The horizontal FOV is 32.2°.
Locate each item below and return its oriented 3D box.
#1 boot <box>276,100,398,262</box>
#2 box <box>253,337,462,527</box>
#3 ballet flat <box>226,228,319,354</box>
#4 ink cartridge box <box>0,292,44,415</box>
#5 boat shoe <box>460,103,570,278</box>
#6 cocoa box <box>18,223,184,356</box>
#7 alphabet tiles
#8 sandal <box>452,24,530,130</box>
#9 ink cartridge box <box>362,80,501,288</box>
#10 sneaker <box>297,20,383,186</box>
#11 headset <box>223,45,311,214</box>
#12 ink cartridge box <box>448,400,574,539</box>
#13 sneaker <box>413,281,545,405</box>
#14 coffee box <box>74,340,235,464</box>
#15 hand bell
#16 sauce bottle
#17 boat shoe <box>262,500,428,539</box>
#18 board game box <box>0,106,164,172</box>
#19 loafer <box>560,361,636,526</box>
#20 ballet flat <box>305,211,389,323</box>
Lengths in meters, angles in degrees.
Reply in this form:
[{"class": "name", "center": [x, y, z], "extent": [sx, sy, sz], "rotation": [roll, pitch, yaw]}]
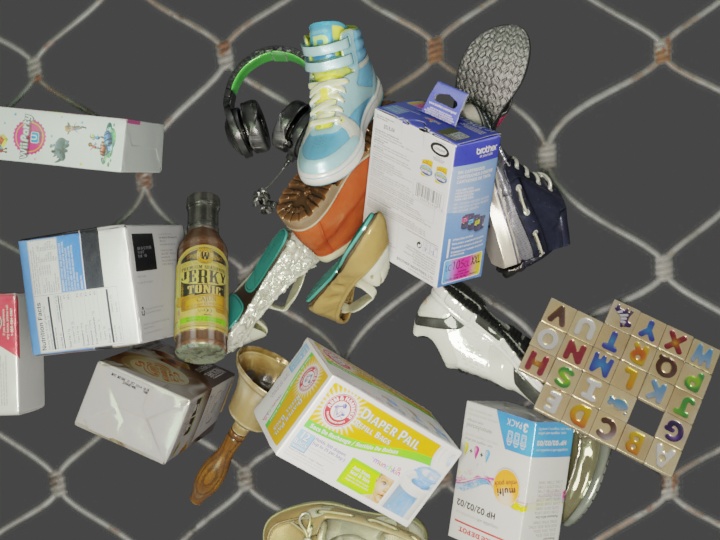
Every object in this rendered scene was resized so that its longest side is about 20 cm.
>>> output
[{"class": "boot", "center": [-0.009, -0.104, 1.456], "extent": [0.075, 0.107, 0.201], "rotation": [25, 70, 41]}, {"class": "box", "center": [-0.004, 0.181, 1.400], "extent": [0.199, 0.101, 0.113], "rotation": [32, 97, -27]}, {"class": "ballet flat", "center": [-0.120, 0.041, 1.480], "extent": [0.072, 0.072, 0.200], "rotation": [41, 99, 5]}, {"class": "ink cartridge box", "center": [-0.495, 0.101, 1.526], "extent": [0.197, 0.083, 0.147], "rotation": [-1, 92, 9]}, {"class": "boat shoe", "center": [0.173, -0.101, 1.417], "extent": [0.092, 0.075, 0.202], "rotation": [-19, 103, -11]}, {"class": "cocoa box", "center": [-0.286, 0.019, 1.432], "extent": [0.130, 0.200, 0.135], "rotation": [-7, 91, 10]}, {"class": "alphabet tiles", "center": [0.284, 0.114, 1.392], "extent": [0.198, 0.008, 0.168], "rotation": [26, 65, 8]}, {"class": "sandal", "center": [0.140, -0.191, 1.445], "extent": [0.074, 0.045, 0.202], "rotation": [23, 110, 11]}, {"class": "ink cartridge box", "center": [0.077, -0.101, 1.375], "extent": [0.136, 0.076, 0.202], "rotation": [30, 126, 42]}, {"class": "sneaker", "center": [-0.039, -0.195, 1.376], "extent": [0.079, 0.201, 0.131], "rotation": [-4, 130, 20]}, {"class": "headset", "center": [-0.104, -0.166, 1.452], "extent": [0.122, 0.094, 0.203], "rotation": [3, 81, 9]}, {"class": "ink cartridge box", "center": [0.167, 0.258, 1.412], "extent": [0.115, 0.067, 0.203], "rotation": [11, 95, 52]}, {"class": "sneaker", "center": [0.147, 0.096, 1.444], "extent": [0.200, 0.074, 0.080], "rotation": [42, 111, 10]}, {"class": "coffee box", "center": [-0.229, 0.146, 1.428], "extent": [0.113, 0.200, 0.080], "rotation": [23, 96, 7]}, {"class": "hand bell", "center": [-0.149, 0.200, 1.491], "extent": [0.104, 0.104, 0.201], "rotation": [35, 110, 6]}, {"class": "sauce bottle", "center": [-0.186, 0.005, 1.456], "extent": [0.064, 0.065, 0.202], "rotation": [-8, 66, 9]}, {"class": "boat shoe", "center": [-0.021, 0.317, 1.472], "extent": [0.198, 0.063, 0.074], "rotation": [5, 93, 8]}, {"class": "board game box", "center": [-0.347, -0.153, 1.463], "extent": [0.197, 0.148, 0.065], "rotation": [5, 94, 8]}, {"class": "loafer", "center": [0.255, 0.191, 1.427], "extent": [0.069, 0.075, 0.202], "rotation": [19, 85, 11]}, {"class": "ballet flat", "center": [0.000, 0.000, 1.415], "extent": [0.063, 0.200, 0.069], "rotation": [35, 56, -3]}]
